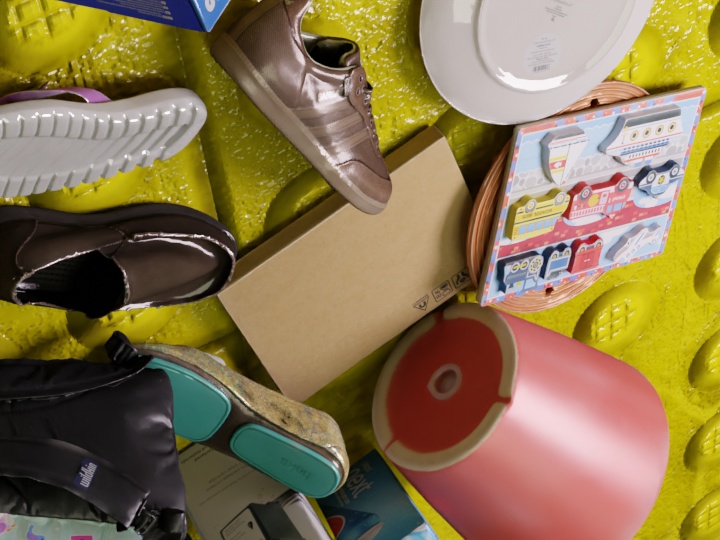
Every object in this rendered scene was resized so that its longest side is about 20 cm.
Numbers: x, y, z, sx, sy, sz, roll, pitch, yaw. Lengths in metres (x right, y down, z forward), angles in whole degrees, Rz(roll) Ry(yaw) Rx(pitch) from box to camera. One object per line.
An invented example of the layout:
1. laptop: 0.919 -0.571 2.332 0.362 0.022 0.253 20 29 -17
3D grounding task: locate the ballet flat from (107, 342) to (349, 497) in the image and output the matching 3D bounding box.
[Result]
1. ballet flat: -0.095 0.098 1.313 0.199 0.071 0.071 30 110 -17

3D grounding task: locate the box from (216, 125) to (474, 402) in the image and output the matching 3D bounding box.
1. box: 0.000 0.000 1.334 0.199 0.021 0.164 -35 141 -4

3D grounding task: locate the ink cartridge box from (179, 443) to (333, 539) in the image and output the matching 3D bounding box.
1. ink cartridge box: -0.055 0.232 1.375 0.086 0.200 0.147 -34 141 -5

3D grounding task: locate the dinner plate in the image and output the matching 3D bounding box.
1. dinner plate: 0.131 -0.186 1.236 0.199 0.024 0.201 -17 130 -21

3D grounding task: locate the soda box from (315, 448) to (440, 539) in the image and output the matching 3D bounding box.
1. soda box: 0.020 0.209 1.413 0.068 0.200 0.064 -35 104 -3

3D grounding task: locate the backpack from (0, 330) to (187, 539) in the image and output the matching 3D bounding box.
1. backpack: -0.224 0.133 1.186 0.199 0.167 0.127 3 132 -20

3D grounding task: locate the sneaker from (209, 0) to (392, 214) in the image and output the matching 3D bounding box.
1. sneaker: -0.017 -0.108 1.181 0.075 0.071 0.200 -42 141 4

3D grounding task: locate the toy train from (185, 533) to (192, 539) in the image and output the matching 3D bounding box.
1. toy train: -0.185 0.241 1.352 0.199 0.114 0.087 20 115 -46

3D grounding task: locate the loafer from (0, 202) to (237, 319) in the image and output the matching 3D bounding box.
1. loafer: -0.162 0.004 1.176 0.199 0.071 0.073 -2 129 -36

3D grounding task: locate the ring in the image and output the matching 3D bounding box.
1. ring: 0.157 -0.057 1.383 0.200 0.019 0.201 -25 134 -28

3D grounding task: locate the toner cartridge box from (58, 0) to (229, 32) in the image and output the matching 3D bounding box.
1. toner cartridge box: -0.162 -0.182 0.905 0.043 0.199 0.095 -60 149 -25

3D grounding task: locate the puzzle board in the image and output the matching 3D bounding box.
1. puzzle board: 0.180 -0.057 1.376 0.199 0.017 0.151 -15 129 -36

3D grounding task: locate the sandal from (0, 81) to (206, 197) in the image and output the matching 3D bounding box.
1. sandal: -0.183 -0.087 1.096 0.202 0.050 0.083 -9 149 -48

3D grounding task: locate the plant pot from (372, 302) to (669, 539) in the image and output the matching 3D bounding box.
1. plant pot: 0.116 0.125 1.429 0.200 0.201 0.177 -46 130 10
